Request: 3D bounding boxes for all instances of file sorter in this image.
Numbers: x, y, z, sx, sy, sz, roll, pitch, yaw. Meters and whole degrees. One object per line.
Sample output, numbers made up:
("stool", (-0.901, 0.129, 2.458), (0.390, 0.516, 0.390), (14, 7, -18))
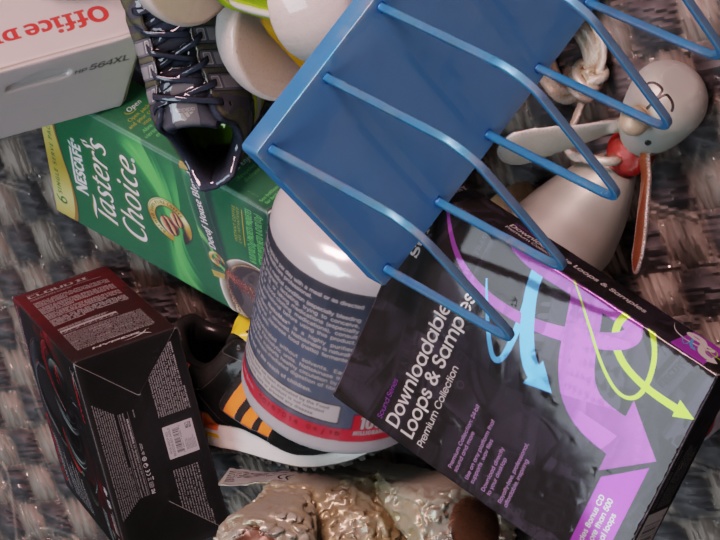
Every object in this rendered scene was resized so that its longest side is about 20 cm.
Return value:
("file sorter", (0.069, -0.086, 1.360), (0.123, 0.200, 0.139), (30, 170, 42))

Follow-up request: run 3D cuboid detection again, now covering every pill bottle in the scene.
("pill bottle", (0.000, 0.000, 1.589), (0.120, 0.120, 0.200), (35, 134, 25))

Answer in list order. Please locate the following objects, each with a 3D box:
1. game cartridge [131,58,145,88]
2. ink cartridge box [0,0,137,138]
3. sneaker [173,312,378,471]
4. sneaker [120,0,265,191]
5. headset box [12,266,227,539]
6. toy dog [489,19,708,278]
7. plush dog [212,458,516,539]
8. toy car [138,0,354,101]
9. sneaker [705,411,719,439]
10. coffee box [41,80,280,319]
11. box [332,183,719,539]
("game cartridge", (-0.126, -0.189, 1.667), (0.130, 0.038, 0.200), (24, 129, 39))
("ink cartridge box", (-0.244, -0.182, 1.658), (0.200, 0.146, 0.084), (61, 153, 23))
("sneaker", (-0.051, 0.071, 1.720), (0.200, 0.070, 0.090), (3, 119, 46))
("sneaker", (-0.100, -0.127, 1.566), (0.074, 0.081, 0.200), (-11, 140, 12))
("headset box", (-0.165, 0.091, 1.795), (0.200, 0.075, 0.149), (-145, 39, -65))
("toy dog", (0.112, -0.033, 1.475), (0.132, 0.096, 0.200), (30, 132, 28))
("plush dog", (-0.006, 0.211, 1.711), (0.160, 0.200, 0.172), (-139, 42, -71))
("toy car", (-0.016, -0.173, 1.465), (0.175, 0.150, 0.200), (19, 168, 43))
("sneaker", (0.105, 0.088, 1.542), (0.200, 0.112, 0.071), (-2, 111, 45))
("coffee box", (-0.118, -0.049, 1.710), (0.200, 0.044, 0.123), (30, 146, 26))
("box", (0.091, 0.060, 1.448), (0.200, 0.036, 0.143), (34, 115, 25))
